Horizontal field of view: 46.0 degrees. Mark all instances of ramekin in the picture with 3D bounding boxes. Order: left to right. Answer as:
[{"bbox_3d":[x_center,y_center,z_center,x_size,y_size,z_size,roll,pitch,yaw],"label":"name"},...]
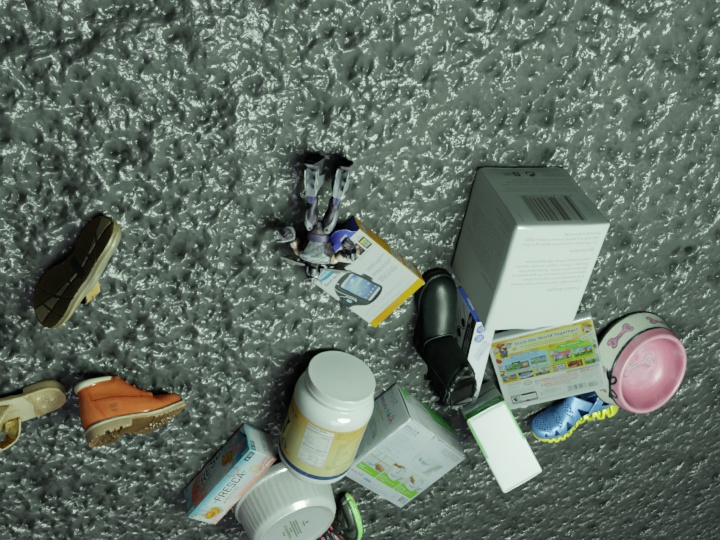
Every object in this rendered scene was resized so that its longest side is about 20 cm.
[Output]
[{"bbox_3d":[-0.137,0.458,1.624,0.199,0.095,0.205,-19,140,-17],"label":"ramekin"}]

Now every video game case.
[{"bbox_3d":[0.351,0.173,1.597,0.196,0.023,0.184,-14,124,13],"label":"video game case"}]

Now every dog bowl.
[{"bbox_3d":[0.552,0.188,1.662,0.196,0.074,0.204,-9,114,-20],"label":"dog bowl"}]

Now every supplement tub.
[{"bbox_3d":[-0.058,0.256,1.480,0.141,0.145,0.203,4,126,-23],"label":"supplement tub"}]

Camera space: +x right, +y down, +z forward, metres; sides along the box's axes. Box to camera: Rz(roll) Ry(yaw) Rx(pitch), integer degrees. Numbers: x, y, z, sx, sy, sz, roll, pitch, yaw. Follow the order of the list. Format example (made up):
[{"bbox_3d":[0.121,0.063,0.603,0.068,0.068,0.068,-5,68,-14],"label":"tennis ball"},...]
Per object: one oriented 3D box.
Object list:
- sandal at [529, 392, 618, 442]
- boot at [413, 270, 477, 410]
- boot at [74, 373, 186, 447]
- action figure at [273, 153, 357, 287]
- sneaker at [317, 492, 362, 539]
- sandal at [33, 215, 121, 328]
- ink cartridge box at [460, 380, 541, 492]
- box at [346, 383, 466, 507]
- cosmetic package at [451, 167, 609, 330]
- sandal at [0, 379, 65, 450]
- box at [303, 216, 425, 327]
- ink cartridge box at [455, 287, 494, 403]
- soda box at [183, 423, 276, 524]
[{"bbox_3d":[0.433,0.279,1.733,0.197,0.080,0.088,-26,129,-10],"label":"sandal"},{"bbox_3d":[0.146,0.124,1.436,0.072,0.164,0.201,-6,130,-17],"label":"boot"},{"bbox_3d":[-0.370,0.210,1.375,0.075,0.108,0.198,-41,159,27],"label":"boot"},{"bbox_3d":[-0.062,-0.067,1.252,0.127,0.070,0.204,7,113,-4],"label":"action figure"},{"bbox_3d":[-0.048,0.545,1.763,0.082,0.077,0.203,-3,127,-23],"label":"sneaker"},{"bbox_3d":[-0.396,0.009,1.211,0.200,0.081,0.054,-48,149,15],"label":"sandal"},{"bbox_3d":[0.252,0.301,1.569,0.082,0.200,0.149,-29,93,2],"label":"ink cartridge box"},{"bbox_3d":[0.074,0.341,1.630,0.176,0.097,0.199,-41,129,13],"label":"box"},{"bbox_3d":[0.263,-0.036,1.349,0.161,0.166,0.203,-1,128,-18],"label":"cosmetic package"},{"bbox_3d":[-0.563,0.246,1.332,0.208,0.070,0.078,-24,132,0],"label":"sandal"},{"bbox_3d":[0.000,0.000,1.366,0.119,0.042,0.199,-41,127,14],"label":"box"},{"bbox_3d":[0.190,0.136,1.508,0.043,0.095,0.203,-6,129,-15],"label":"ink cartridge box"},{"bbox_3d":[-0.243,0.378,1.563,0.068,0.064,0.200,28,113,-36],"label":"soda box"}]
